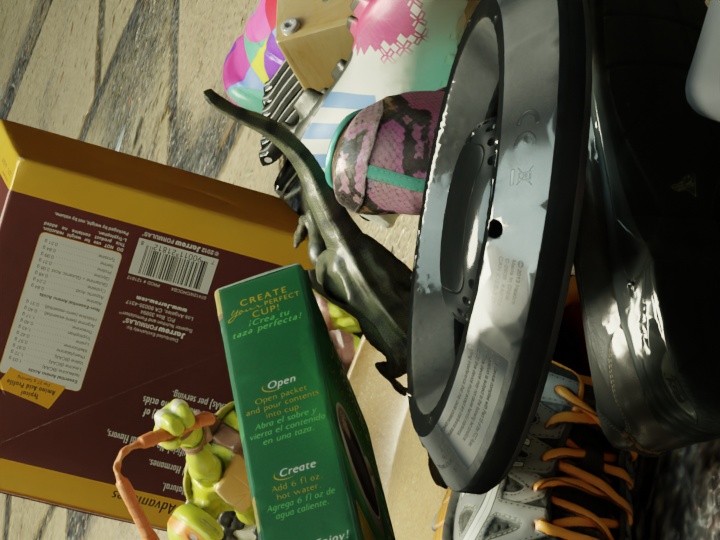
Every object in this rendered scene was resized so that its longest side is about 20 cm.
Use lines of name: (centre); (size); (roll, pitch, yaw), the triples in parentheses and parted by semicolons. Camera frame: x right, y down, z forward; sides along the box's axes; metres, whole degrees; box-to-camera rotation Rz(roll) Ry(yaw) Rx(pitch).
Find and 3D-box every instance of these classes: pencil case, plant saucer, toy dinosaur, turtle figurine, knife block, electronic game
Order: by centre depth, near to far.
electronic game: (0.052, -0.017, 0.785); (0.200, 0.042, 0.200); (-171, 90, -83)
toy dinosaur: (0.000, 0.000, 0.949); (0.047, 0.200, 0.088); (-34, -1, 5)
plant saucer: (0.031, 0.089, 1.019); (0.200, 0.035, 0.200); (-165, 90, -72)
turtle figurine: (-0.053, 0.095, 1.128); (0.064, 0.200, 0.161); (24, 73, 41)
knife block: (0.031, -0.104, 1.163); (0.200, 0.176, 0.064); (-13, 52, 18)
pencil case: (-0.017, -0.167, 1.301); (0.200, 0.088, 0.088); (125, 154, -50)

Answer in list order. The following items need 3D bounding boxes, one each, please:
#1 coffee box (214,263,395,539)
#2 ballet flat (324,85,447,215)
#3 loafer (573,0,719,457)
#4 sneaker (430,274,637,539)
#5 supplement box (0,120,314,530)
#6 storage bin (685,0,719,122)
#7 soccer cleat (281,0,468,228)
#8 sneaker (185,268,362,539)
coffee box: (-0.014, 0.107, 0.903); (0.200, 0.044, 0.123); (-104, -6, -45)
ballet flat: (0.055, -0.056, 0.969); (0.200, 0.071, 0.069); (-26, -45, -62)
loafer: (0.100, -0.029, 0.791); (0.072, 0.073, 0.200); (-34, 54, 52)
sneaker: (0.076, 0.079, 0.831); (0.077, 0.078, 0.200); (-52, 28, 34)
supplement box: (-0.154, 0.038, 1.332); (0.133, 0.197, 0.200); (-135, 62, -70)
storage bin: (0.162, -0.115, 0.643); (0.134, 0.145, 0.200); (-156, 82, -82)
soccer cleat: (0.029, -0.094, 1.050); (0.070, 0.086, 0.200); (-46, -5, -35)
sneaker: (-0.046, 0.089, 1.224); (0.089, 0.077, 0.200); (-102, 34, -80)
